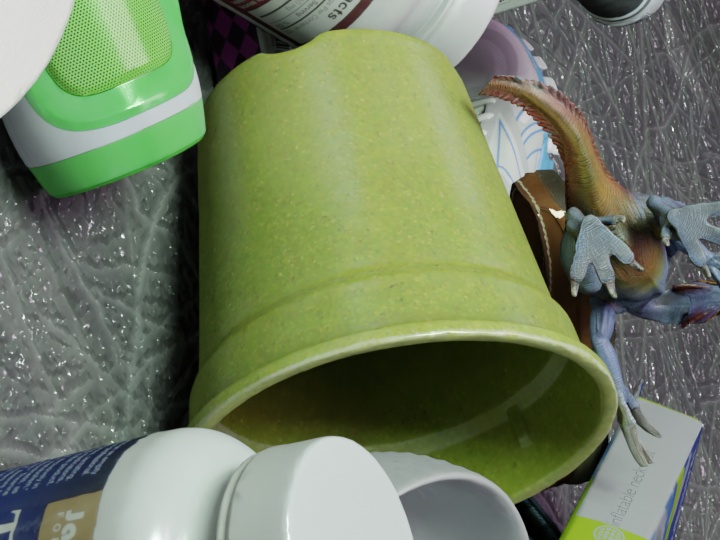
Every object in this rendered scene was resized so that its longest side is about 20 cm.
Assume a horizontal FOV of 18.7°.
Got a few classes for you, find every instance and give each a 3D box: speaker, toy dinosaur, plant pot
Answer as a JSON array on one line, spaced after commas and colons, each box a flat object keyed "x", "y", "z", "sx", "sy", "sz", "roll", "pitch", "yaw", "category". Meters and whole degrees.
[{"x": -0.133, "y": -0.136, "z": 0.910, "sx": 0.088, "sy": 0.088, "sz": 0.201, "roll": -40, "pitch": 112, "yaw": -58, "category": "speaker"}, {"x": 0.141, "y": -0.015, "z": 1.066, "sx": 0.181, "sy": 0.104, "sz": 0.201, "roll": -23, "pitch": 88, "yaw": -88, "category": "toy dinosaur"}, {"x": 0.000, "y": 0.000, "z": 1.002, "sx": 0.200, "sy": 0.199, "sz": 0.185, "roll": 32, "pitch": 39, "yaw": -51, "category": "plant pot"}]

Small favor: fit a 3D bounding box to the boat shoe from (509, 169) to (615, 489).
[{"x": 0.091, "y": 0.043, "z": 1.178, "sx": 0.076, "sy": 0.073, "sz": 0.201, "roll": -121, "pitch": -159, "yaw": -53, "category": "boat shoe"}]

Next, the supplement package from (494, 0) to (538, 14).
[{"x": 0.038, "y": -0.251, "z": 1.160, "sx": 0.156, "sy": 0.110, "sz": 0.201, "roll": 54, "pitch": 34, "yaw": -36, "category": "supplement package"}]

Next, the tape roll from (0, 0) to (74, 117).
[{"x": -0.190, "y": -0.136, "z": 0.789, "sx": 0.202, "sy": 0.037, "sz": 0.205, "roll": 4, "pitch": 83, "yaw": -39, "category": "tape roll"}]

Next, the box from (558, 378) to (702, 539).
[{"x": 0.130, "y": 0.159, "z": 1.154, "sx": 0.200, "sy": 0.047, "sz": 0.123, "roll": -51, "pitch": 155, "yaw": -55, "category": "box"}]

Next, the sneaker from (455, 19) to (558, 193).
[{"x": 0.066, "y": -0.055, "z": 1.239, "sx": 0.086, "sy": 0.075, "sz": 0.202, "roll": 17, "pitch": 62, "yaw": -50, "category": "sneaker"}]

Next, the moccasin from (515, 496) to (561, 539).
[{"x": 0.049, "y": 0.081, "z": 1.147, "sx": 0.201, "sy": 0.068, "sz": 0.081, "roll": 57, "pitch": 34, "yaw": -30, "category": "moccasin"}]

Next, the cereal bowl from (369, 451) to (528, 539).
[{"x": -0.014, "y": 0.169, "z": 0.949, "sx": 0.199, "sy": 0.083, "sz": 0.202, "roll": -23, "pitch": 121, "yaw": -44, "category": "cereal bowl"}]

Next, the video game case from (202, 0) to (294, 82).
[{"x": -0.027, "y": -0.162, "z": 1.155, "sx": 0.181, "sy": 0.036, "sz": 0.202, "roll": -1, "pitch": 79, "yaw": -60, "category": "video game case"}]

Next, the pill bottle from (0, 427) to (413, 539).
[{"x": -0.085, "y": 0.117, "z": 0.762, "sx": 0.111, "sy": 0.199, "sz": 0.112, "roll": 34, "pitch": 49, "yaw": -50, "category": "pill bottle"}]

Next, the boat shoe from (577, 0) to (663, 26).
[{"x": 0.123, "y": -0.227, "z": 1.120, "sx": 0.057, "sy": 0.068, "sz": 0.202, "roll": 14, "pitch": 69, "yaw": -61, "category": "boat shoe"}]

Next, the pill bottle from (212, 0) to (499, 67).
[{"x": -0.032, "y": -0.169, "z": 1.019, "sx": 0.199, "sy": 0.113, "sz": 0.114, "roll": 28, "pitch": 51, "yaw": -30, "category": "pill bottle"}]
